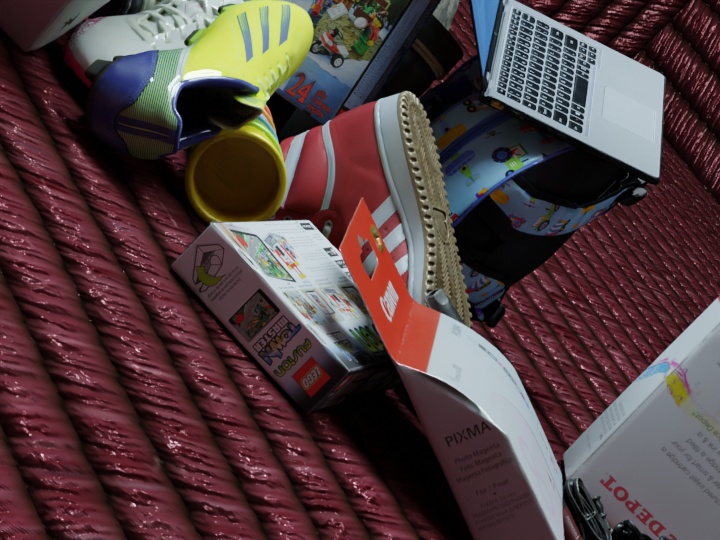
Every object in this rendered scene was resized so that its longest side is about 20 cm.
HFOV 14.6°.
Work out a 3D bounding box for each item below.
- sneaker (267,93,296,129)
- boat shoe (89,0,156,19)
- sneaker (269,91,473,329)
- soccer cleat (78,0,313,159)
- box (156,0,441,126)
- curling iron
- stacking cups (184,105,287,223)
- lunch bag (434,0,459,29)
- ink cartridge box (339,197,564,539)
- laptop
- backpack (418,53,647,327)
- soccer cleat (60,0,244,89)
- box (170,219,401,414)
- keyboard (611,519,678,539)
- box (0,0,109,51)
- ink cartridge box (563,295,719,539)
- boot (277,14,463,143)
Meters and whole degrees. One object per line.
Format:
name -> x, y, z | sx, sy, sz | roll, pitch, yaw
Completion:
sneaker -> -0.051, -0.144, 1.981 | 0.200, 0.076, 0.091 | -64, 131, -82
boat shoe -> -0.203, -0.226, 1.770 | 0.065, 0.073, 0.200 | -11, 57, -52
sneaker -> 0.000, 0.000, 1.721 | 0.071, 0.112, 0.201 | 28, 50, -64
soccer cleat -> -0.077, -0.104, 1.610 | 0.083, 0.065, 0.200 | 23, 28, 26
box -> -0.048, -0.194, 1.807 | 0.200, 0.137, 0.038 | 36, 5, 27
curling iron -> 0.092, 0.095, 1.683 | 0.200, 0.025, 0.050 | 55, 22, -17
stacking cups -> -0.071, -0.078, 1.708 | 0.060, 0.061, 0.200 | 43, 11, -11
lunch bag -> -0.006, -0.232, 2.238 | 0.139, 0.168, 0.200 | 48, 12, 18
ink cartridge box -> 0.055, 0.056, 1.567 | 0.163, 0.057, 0.201 | -70, 140, -78
laptop -> 0.132, -0.178, 1.827 | 0.199, 0.116, 0.188 | 26, 26, -5
backpack -> 0.074, -0.057, 1.877 | 0.135, 0.182, 0.200 | 54, 18, 14
soccer cleat -> -0.117, -0.141, 1.692 | 0.070, 0.086, 0.200 | 46, 13, 5
box -> -0.030, 0.022, 1.568 | 0.110, 0.035, 0.200 | 47, 11, 9
keyboard -> 0.195, 0.206, 1.715 | 0.200, 0.021, 0.128 | 29, 32, -59
box -> -0.139, -0.260, 1.623 | 0.131, 0.199, 0.200 | 45, 31, 0
ink cartridge box -> 0.250, 0.110, 1.859 | 0.148, 0.200, 0.086 | 44, 10, -5
boot -> -0.019, -0.113, 1.891 | 0.077, 0.138, 0.200 | 44, -9, -5
